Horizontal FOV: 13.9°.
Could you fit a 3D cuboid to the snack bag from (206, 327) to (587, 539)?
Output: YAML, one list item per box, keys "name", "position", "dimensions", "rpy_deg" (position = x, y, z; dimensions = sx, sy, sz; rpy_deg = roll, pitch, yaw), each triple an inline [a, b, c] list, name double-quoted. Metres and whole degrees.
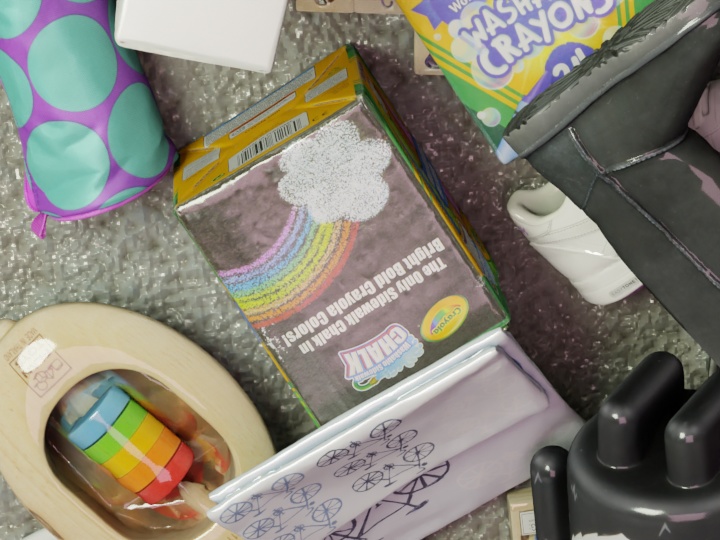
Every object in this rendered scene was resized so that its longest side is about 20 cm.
- name: "snack bag"
  position: [0.028, 0.113, 1.643]
  dimensions: [0.188, 0.200, 0.021]
  rpy_deg: [-31, 63, 7]

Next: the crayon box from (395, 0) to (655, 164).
- name: "crayon box"
  position: [0.077, -0.174, 1.578]
  dimensions: [0.126, 0.052, 0.200]
  rpy_deg: [-31, 99, 18]

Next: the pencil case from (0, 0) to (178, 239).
- name: "pencil case"
  position: [-0.173, -0.125, 1.599]
  dimensions: [0.092, 0.085, 0.200]
  rpy_deg: [-26, 107, -11]

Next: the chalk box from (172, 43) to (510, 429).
- name: "chalk box"
  position: [0.000, 0.000, 1.626]
  dimensions: [0.125, 0.124, 0.200]
  rpy_deg: [-31, 107, 6]

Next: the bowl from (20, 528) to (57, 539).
- name: "bowl"
  position: [-0.144, 0.250, 1.715]
  dimensions: [0.201, 0.090, 0.202]
  rpy_deg: [0, 108, -1]

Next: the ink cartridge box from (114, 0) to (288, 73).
- name: "ink cartridge box"
  position: [-0.073, -0.199, 1.520]
  dimensions: [0.084, 0.200, 0.145]
  rpy_deg: [11, 107, -8]

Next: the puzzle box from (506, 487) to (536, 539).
- name: "puzzle box"
  position: [0.189, 0.183, 1.740]
  dimensions: [0.200, 0.025, 0.133]
  rpy_deg: [-7, 108, 0]

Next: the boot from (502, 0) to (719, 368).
- name: "boot"
  position: [0.195, -0.044, 1.534]
  dimensions: [0.200, 0.066, 0.165]
  rpy_deg: [47, 132, -8]

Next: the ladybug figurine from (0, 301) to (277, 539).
- name: "ladybug figurine"
  position: [-0.131, 0.093, 1.672]
  dimensions: [0.136, 0.072, 0.200]
  rpy_deg: [-43, 105, 4]

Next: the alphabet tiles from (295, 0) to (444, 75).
- name: "alphabet tiles"
  position: [0.062, -0.187, 1.608]
  dimensions: [0.200, 0.008, 0.168]
  rpy_deg: [3, 108, 10]

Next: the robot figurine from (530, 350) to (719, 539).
- name: "robot figurine"
  position: [0.176, 0.148, 1.638]
  dimensions: [0.125, 0.150, 0.200]
  rpy_deg: [-14, 122, -13]

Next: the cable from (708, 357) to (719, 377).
- name: "cable"
  position: [0.225, -0.008, 1.668]
  dimensions: [0.097, 0.050, 0.200]
  rpy_deg: [17, 104, -5]

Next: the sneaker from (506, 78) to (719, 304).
- name: "sneaker"
  position: [0.163, -0.063, 1.612]
  dimensions: [0.100, 0.075, 0.200]
  rpy_deg: [38, 121, -16]
